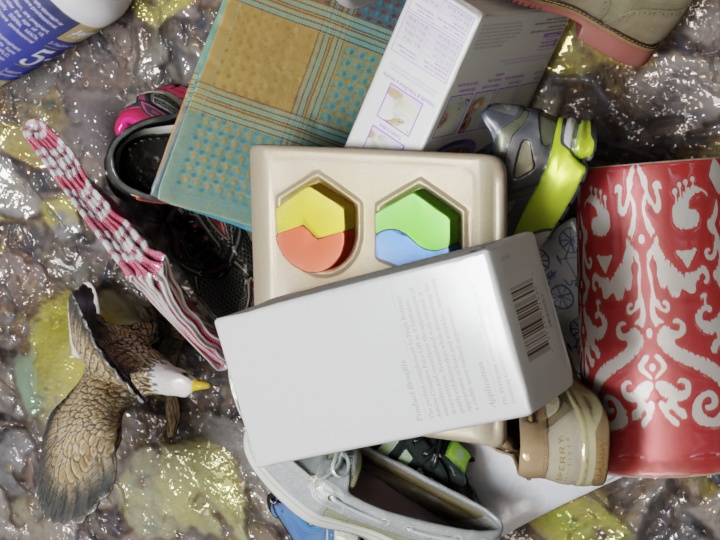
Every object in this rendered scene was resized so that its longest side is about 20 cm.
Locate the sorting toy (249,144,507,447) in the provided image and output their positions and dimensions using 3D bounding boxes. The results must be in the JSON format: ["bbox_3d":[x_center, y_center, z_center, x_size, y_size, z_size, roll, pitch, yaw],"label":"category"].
[{"bbox_3d":[0.005,0.015,0.999,0.199,0.036,0.187,6,103,32],"label":"sorting toy"}]

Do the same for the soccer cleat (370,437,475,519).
[{"bbox_3d":[0.039,0.126,1.163,0.080,0.068,0.201,-5,121,28],"label":"soccer cleat"}]

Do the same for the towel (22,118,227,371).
[{"bbox_3d":[-0.168,-0.021,1.148,0.030,0.147,0.200,-39,53,-4],"label":"towel"}]

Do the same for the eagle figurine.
[{"bbox_3d":[-0.189,0.083,1.184,0.150,0.200,0.153,-25,95,28],"label":"eagle figurine"}]

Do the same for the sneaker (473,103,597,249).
[{"bbox_3d":[0.083,-0.030,1.032,0.080,0.074,0.201,25,119,-1],"label":"sneaker"}]

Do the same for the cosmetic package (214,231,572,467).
[{"bbox_3d":[0.019,0.050,0.943,0.199,0.074,0.103,-13,94,31],"label":"cosmetic package"}]

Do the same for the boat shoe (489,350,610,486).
[{"bbox_3d":[0.113,0.091,1.039,0.064,0.200,0.072,-1,99,-7],"label":"boat shoe"}]

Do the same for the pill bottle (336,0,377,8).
[{"bbox_3d":[-0.040,-0.285,1.054,0.200,0.114,0.114,46,117,15],"label":"pill bottle"}]

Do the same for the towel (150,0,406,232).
[{"bbox_3d":[-0.048,-0.121,1.092,0.146,0.022,0.201,21,86,-14],"label":"towel"}]

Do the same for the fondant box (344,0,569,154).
[{"bbox_3d":[0.055,-0.101,1.053,0.058,0.144,0.201,33,116,22],"label":"fondant box"}]

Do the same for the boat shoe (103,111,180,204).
[{"bbox_3d":[-0.087,-0.084,1.126,0.200,0.063,0.074,-7,90,-8],"label":"boat shoe"}]

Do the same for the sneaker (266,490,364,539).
[{"bbox_3d":[-0.036,0.163,1.212,0.088,0.079,0.202,4,107,19],"label":"sneaker"}]

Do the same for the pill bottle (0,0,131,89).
[{"bbox_3d":[-0.240,-0.225,1.160,0.199,0.120,0.120,-24,95,28],"label":"pill bottle"}]

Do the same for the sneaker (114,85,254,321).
[{"bbox_3d":[-0.134,-0.041,1.195,0.080,0.075,0.201,-23,96,27],"label":"sneaker"}]

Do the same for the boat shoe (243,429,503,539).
[{"bbox_3d":[0.008,0.155,1.112,0.201,0.075,0.065,34,122,-12],"label":"boat shoe"}]

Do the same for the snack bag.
[{"bbox_3d":[0.129,0.085,1.150,0.199,0.021,0.189,-31,92,28],"label":"snack bag"}]

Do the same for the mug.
[{"bbox_3d":[0.221,0.025,1.045,0.133,0.176,0.202,-1,95,56],"label":"mug"}]

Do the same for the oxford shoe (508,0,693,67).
[{"bbox_3d":[0.130,-0.208,0.995,0.199,0.071,0.075,22,130,-28],"label":"oxford shoe"}]
